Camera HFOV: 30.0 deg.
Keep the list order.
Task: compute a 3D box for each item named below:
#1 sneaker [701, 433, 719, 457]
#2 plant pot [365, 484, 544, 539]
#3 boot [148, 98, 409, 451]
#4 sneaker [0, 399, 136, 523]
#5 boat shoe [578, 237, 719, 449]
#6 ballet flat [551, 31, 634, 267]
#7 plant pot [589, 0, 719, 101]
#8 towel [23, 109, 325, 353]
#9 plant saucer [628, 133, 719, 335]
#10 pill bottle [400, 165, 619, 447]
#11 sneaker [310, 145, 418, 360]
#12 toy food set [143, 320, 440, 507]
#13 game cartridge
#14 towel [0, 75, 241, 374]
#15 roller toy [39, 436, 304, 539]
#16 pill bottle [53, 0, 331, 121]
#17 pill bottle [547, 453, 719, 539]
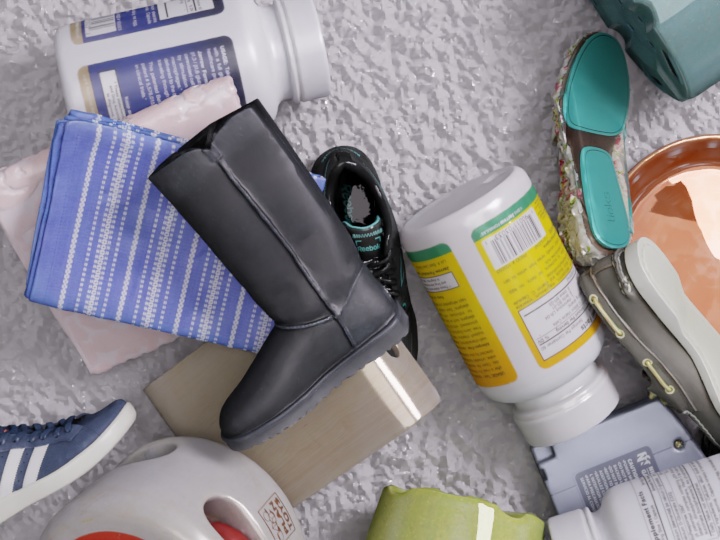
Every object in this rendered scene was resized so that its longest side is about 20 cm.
[{"bbox_3d":[0.364,0.100,1.074,0.200,0.115,0.075,-41,92,-5],"label":"sneaker"},{"bbox_3d":[0.061,0.267,1.022,0.198,0.200,0.186,13,76,-4],"label":"plant pot"},{"bbox_3d":[-0.082,0.005,0.948,0.164,0.066,0.201,-37,111,-4],"label":"boot"},{"bbox_3d":[-0.273,0.141,1.041,0.199,0.075,0.085,-32,96,-4],"label":"sneaker"},{"bbox_3d":[0.243,0.066,1.043,0.060,0.072,0.202,-26,112,30],"label":"boat shoe"},{"bbox_3d":[0.179,-0.094,1.083,0.075,0.064,0.202,12,68,-21],"label":"ballet flat"},{"bbox_3d":[0.286,-0.248,1.047,0.195,0.200,0.201,-38,92,3],"label":"plant pot"},{"bbox_3d":[-0.135,-0.024,0.975,0.198,0.024,0.146,13,103,-10],"label":"towel"},{"bbox_3d":[0.290,-0.010,1.105,0.198,0.032,0.203,0,85,-1],"label":"plant saucer"},{"bbox_3d":[0.122,0.031,1.052,0.112,0.113,0.201,-30,100,-5],"label":"pill bottle"},{"bbox_3d":[0.000,0.000,1.066,0.075,0.079,0.202,-16,92,-6],"label":"sneaker"},{"bbox_3d":[-0.057,0.098,1.051,0.199,0.060,0.144,-36,89,15],"label":"toy food set"},{"bbox_3d":[0.234,0.211,1.090,0.132,0.042,0.202,-22,91,2],"label":"game cartridge"},{"bbox_3d":[-0.157,-0.032,1.027,0.198,0.032,0.192,-23,125,-2],"label":"towel"},{"bbox_3d":[-0.134,0.225,0.999,0.198,0.140,0.184,19,112,15],"label":"roller toy"},{"bbox_3d":[-0.127,-0.154,1.042,0.198,0.111,0.112,-13,90,-5],"label":"pill bottle"},{"bbox_3d":[0.249,0.206,1.015,0.198,0.113,0.115,-18,90,6],"label":"pill bottle"}]
